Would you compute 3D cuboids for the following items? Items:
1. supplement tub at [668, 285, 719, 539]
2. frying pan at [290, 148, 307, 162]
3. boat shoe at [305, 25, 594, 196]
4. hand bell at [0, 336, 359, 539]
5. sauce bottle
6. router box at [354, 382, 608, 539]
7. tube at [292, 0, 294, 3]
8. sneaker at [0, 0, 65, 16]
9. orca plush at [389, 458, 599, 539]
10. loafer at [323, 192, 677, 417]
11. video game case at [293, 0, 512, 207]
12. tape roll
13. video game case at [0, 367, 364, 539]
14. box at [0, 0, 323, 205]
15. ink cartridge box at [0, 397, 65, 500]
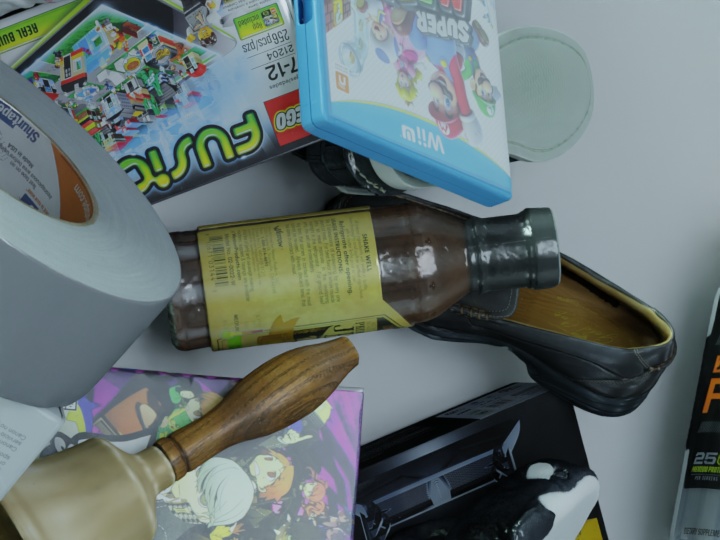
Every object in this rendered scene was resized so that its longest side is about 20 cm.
[{"bbox_3d":[0.248,0.079,1.555,0.122,0.122,0.201,17,78,-30],"label":"supplement tub"},{"bbox_3d":[0.011,-0.110,1.466,0.189,0.031,0.116,5,95,-43],"label":"frying pan"},{"bbox_3d":[0.049,-0.084,1.447,0.200,0.060,0.076,-13,96,-51],"label":"boat shoe"},{"bbox_3d":[-0.083,0.087,1.309,0.199,0.104,0.105,-29,103,-22],"label":"hand bell"},{"bbox_3d":[0.000,0.000,1.389,0.199,0.065,0.065,-6,92,-2],"label":"sauce bottle"},{"bbox_3d":[0.040,0.164,1.462,0.199,0.052,0.158,-20,99,-31],"label":"router box"},{"bbox_3d":[-0.089,-0.196,1.350,0.077,0.050,0.201,-30,103,-17],"label":"tube"},{"bbox_3d":[-0.139,-0.218,1.281,0.078,0.099,0.201,-32,120,-75],"label":"sneaker"},{"bbox_3d":[0.042,0.164,1.410,0.071,0.105,0.200,28,73,19],"label":"orca plush"},{"bbox_3d":[0.075,0.004,1.452,0.199,0.072,0.073,24,62,-6],"label":"loafer"},{"bbox_3d":[0.018,-0.143,1.365,0.143,0.018,0.201,20,58,-46],"label":"video game case"},{"bbox_3d":[-0.175,-0.032,1.209,0.200,0.201,0.066,33,108,-27],"label":"tape roll"},{"bbox_3d":[-0.095,0.149,1.353,0.180,0.036,0.201,6,85,-9],"label":"video game case"},{"bbox_3d":[-0.121,-0.082,1.327,0.199,0.035,0.111,-21,100,0],"label":"box"},{"bbox_3d":[-0.249,0.085,1.210,0.145,0.083,0.200,32,107,-29],"label":"ink cartridge box"}]
